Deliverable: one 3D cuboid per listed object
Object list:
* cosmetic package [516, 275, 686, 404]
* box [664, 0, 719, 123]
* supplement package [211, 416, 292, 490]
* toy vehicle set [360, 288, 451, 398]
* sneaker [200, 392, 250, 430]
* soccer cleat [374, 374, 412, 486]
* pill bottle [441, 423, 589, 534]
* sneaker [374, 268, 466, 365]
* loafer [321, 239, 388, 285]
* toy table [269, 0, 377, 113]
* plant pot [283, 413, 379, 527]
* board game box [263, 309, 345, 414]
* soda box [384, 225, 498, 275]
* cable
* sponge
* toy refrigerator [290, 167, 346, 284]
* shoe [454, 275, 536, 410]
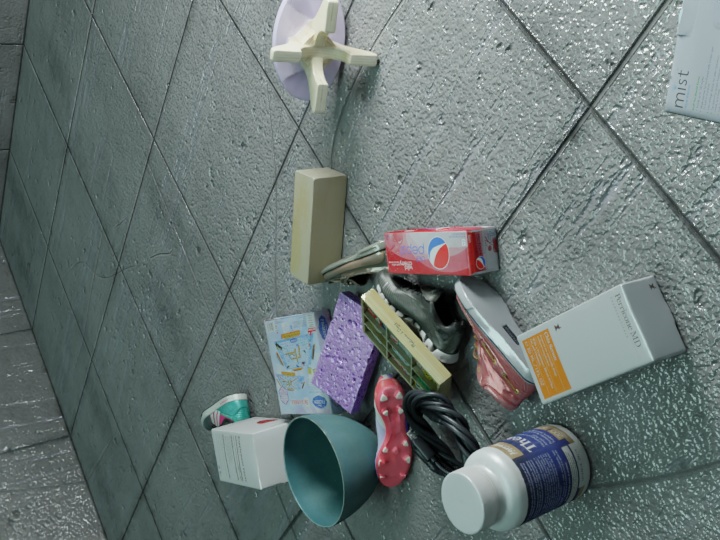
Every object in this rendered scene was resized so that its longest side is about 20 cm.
[{"bbox_3d":[0.303,0.094,1.114,0.200,0.071,0.102,-38,67,51],"label":"cosmetic package"},{"bbox_3d":[0.413,-0.241,0.854,0.176,0.096,0.202,27,120,49],"label":"box"},{"bbox_3d":[-0.219,0.390,1.874,0.199,0.120,0.121,-10,90,54],"label":"supplement package"},{"bbox_3d":[0.072,0.133,1.416,0.200,0.026,0.125,47,161,26],"label":"toy vehicle set"},{"bbox_3d":[-0.312,0.375,2.041,0.200,0.083,0.122,-41,56,49],"label":"sneaker"},{"bbox_3d":[0.054,0.282,1.530,0.077,0.066,0.202,-107,13,-71],"label":"soccer cleat"},{"bbox_3d":[0.209,0.286,1.180,0.111,0.198,0.112,18,112,50],"label":"pill bottle"},{"bbox_3d":[0.103,0.052,1.390,0.200,0.066,0.091,48,130,28],"label":"sneaker"},{"bbox_3d":[0.000,0.000,1.521,0.199,0.071,0.063,-26,85,51],"label":"loafer"},{"bbox_3d":[-0.075,-0.373,1.453,0.117,0.182,0.202,-127,29,-56],"label":"toy table"},{"bbox_3d":[-0.034,0.351,1.594,0.199,0.134,0.203,19,114,51],"label":"plant pot"},{"bbox_3d":[-0.113,0.187,1.745,0.199,0.041,0.202,-11,89,54],"label":"board game box"},{"bbox_3d":[0.122,-0.031,1.344,0.199,0.063,0.071,1,99,54],"label":"soda box"},{"bbox_3d":[0.143,0.271,1.347,0.200,0.051,0.164,45,149,31],"label":"cable"},{"bbox_3d":[-0.020,0.150,1.585,0.111,0.030,0.202,35,117,34],"label":"sponge"},{"bbox_3d":[-0.080,-0.083,1.604,0.070,0.075,0.202,29,121,48],"label":"toy refrigerator"},{"bbox_3d":[0.188,0.106,1.275,0.201,0.071,0.091,54,132,25],"label":"shoe"}]
